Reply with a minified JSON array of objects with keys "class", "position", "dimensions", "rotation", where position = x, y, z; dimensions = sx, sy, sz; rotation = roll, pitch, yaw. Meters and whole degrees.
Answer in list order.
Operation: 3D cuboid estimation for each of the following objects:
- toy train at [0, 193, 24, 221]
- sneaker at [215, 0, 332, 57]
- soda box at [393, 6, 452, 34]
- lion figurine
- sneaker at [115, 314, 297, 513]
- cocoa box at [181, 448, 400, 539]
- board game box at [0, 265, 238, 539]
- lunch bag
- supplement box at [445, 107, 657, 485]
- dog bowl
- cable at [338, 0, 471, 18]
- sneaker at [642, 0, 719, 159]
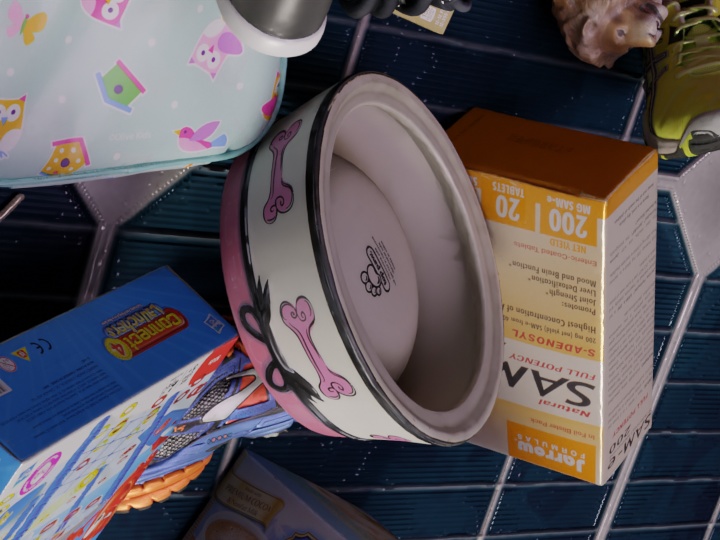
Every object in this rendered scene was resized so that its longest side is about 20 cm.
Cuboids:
[{"class":"toy train","position":[-0.218,0.037,0.850],"dimensions":[0.200,0.116,0.085],"rotation":[-37,132,-18]},{"class":"sneaker","position":[-0.045,-0.202,0.795],"dimensions":[0.070,0.201,0.099],"rotation":[-7,152,-32]},{"class":"soda box","position":[0.045,-0.233,0.951],"dimensions":[0.068,0.064,0.201],"rotation":[16,104,-43]},{"class":"lion figurine","position":[0.120,-0.214,1.031],"dimensions":[0.123,0.072,0.200],"rotation":[-48,121,3]},{"class":"sneaker","position":[-0.078,0.056,1.008],"dimensions":[0.200,0.075,0.079],"rotation":[-33,127,-23]},{"class":"cocoa box","position":[-0.012,0.221,1.063],"dimensions":[0.133,0.200,0.131],"rotation":[33,91,-44]},{"class":"board game box","position":[-0.170,0.108,0.869],"dimensions":[0.196,0.056,0.200],"rotation":[-54,169,26]},{"class":"lunch bag","position":[-0.126,-0.127,0.859],"dimensions":[0.199,0.077,0.161],"rotation":[-9,120,-37]},{"class":"supplement box","position":[0.106,0.016,1.087],"dimensions":[0.074,0.126,0.201],"rotation":[-41,137,-44]},{"class":"dog bowl","position":[0.000,0.000,0.958],"dimensions":[0.200,0.074,0.201],"rotation":[37,45,-50]},{"class":"cable","position":[-0.009,-0.214,0.849],"dimensions":[0.051,0.163,0.201],"rotation":[-29,118,-18]},{"class":"sneaker","position":[0.196,-0.121,1.072],"dimensions":[0.075,0.200,0.077],"rotation":[-11,110,2]}]
